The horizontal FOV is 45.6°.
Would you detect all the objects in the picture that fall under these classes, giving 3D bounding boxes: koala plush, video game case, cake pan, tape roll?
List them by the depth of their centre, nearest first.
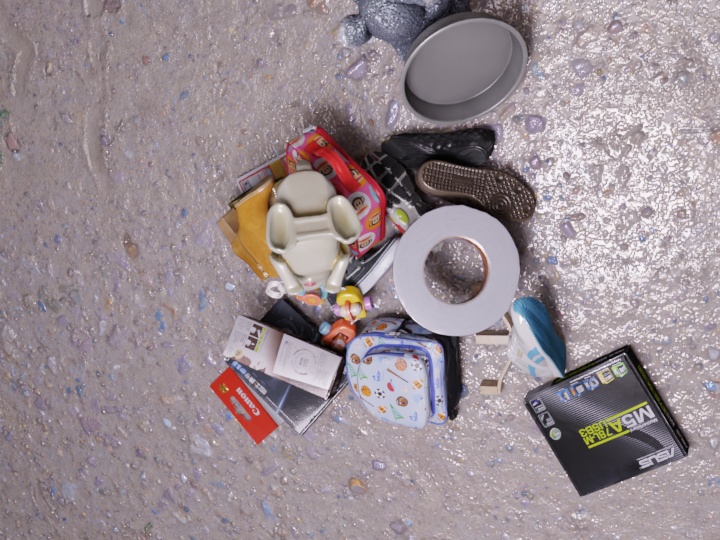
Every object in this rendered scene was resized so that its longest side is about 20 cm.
[{"bbox_3d":[0.062,-0.391,1.273,0.176,0.200,0.186,-22,96,28],"label":"koala plush"},{"bbox_3d":[0.151,-0.304,1.284,0.200,0.199,0.037,-38,49,29],"label":"cake pan"},{"bbox_3d":[0.148,0.001,1.341,0.197,0.066,0.204,0,89,3],"label":"tape roll"},{"bbox_3d":[-0.118,-0.139,1.538,0.198,0.017,0.144,-23,95,29],"label":"video game case"}]

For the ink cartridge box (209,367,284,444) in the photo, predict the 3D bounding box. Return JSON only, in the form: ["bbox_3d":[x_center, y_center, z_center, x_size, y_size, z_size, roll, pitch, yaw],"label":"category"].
[{"bbox_3d":[-0.202,0.238,1.676,0.160,0.047,0.200,49,117,4],"label":"ink cartridge box"}]

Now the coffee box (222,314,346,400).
[{"bbox_3d":[-0.129,0.152,1.509,0.198,0.113,0.081,21,86,7],"label":"coffee box"}]

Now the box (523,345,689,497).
[{"bbox_3d":[0.399,0.249,1.402,0.199,0.047,0.195,-30,89,30],"label":"box"}]

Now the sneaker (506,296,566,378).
[{"bbox_3d":[0.267,0.113,1.358,0.080,0.077,0.201,-4,142,27],"label":"sneaker"}]

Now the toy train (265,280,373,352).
[{"bbox_3d":[-0.064,0.075,1.474,0.199,0.056,0.150,37,126,-27],"label":"toy train"}]

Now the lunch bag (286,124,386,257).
[{"bbox_3d":[-0.042,-0.134,1.385,0.200,0.082,0.177,47,160,24],"label":"lunch bag"}]

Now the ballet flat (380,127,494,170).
[{"bbox_3d":[0.125,-0.200,1.398,0.198,0.057,0.067,5,136,28],"label":"ballet flat"}]

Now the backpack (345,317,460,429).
[{"bbox_3d":[0.068,0.175,1.480,0.188,0.154,0.203,8,111,31],"label":"backpack"}]

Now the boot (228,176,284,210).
[{"bbox_3d":[-0.141,-0.055,1.516,0.174,0.066,0.202,-5,117,56],"label":"boot"}]

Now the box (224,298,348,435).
[{"bbox_3d":[-0.126,0.177,1.585,0.200,0.044,0.160,43,90,8],"label":"box"}]

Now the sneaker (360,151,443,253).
[{"bbox_3d":[0.064,-0.106,1.431,0.077,0.085,0.201,-34,80,-11],"label":"sneaker"}]

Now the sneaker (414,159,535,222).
[{"bbox_3d":[0.183,-0.131,1.376,0.198,0.076,0.071,20,88,-6],"label":"sneaker"}]

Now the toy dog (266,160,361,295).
[{"bbox_3d":[-0.089,-0.048,1.328,0.201,0.138,0.196,96,155,-59],"label":"toy dog"}]

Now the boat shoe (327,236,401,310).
[{"bbox_3d":[0.000,0.000,1.495,0.071,0.072,0.200,46,120,3],"label":"boat shoe"}]

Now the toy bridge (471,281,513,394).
[{"bbox_3d":[0.229,0.113,1.449,0.066,0.027,0.203,0,105,22],"label":"toy bridge"}]

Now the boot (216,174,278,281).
[{"bbox_3d":[-0.155,-0.065,1.435,0.144,0.071,0.201,49,144,-6],"label":"boot"}]
